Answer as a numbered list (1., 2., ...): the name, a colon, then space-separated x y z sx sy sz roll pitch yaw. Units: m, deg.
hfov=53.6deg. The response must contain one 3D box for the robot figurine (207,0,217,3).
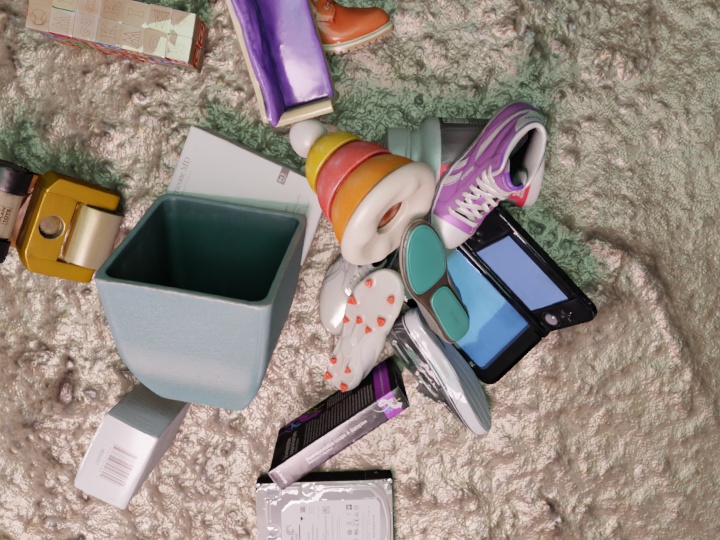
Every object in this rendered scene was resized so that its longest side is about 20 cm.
1. robot figurine: -0.168 -0.447 0.910 0.142 0.058 0.204 16 96 -2

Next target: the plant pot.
1. plant pot: -0.179 0.052 0.864 0.192 0.198 0.203 8 124 5

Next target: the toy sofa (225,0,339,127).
1. toy sofa: -0.094 -0.279 0.844 0.081 0.098 0.203 -12 111 13

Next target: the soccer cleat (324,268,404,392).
1. soccer cleat: 0.010 0.074 0.938 0.069 0.077 0.202 35 123 18

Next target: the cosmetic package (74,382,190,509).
1. cosmetic package: -0.283 0.208 0.918 0.073 0.200 0.103 28 96 -4

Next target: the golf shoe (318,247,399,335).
1. golf shoe: 0.000 0.000 0.950 0.077 0.097 0.203 26 98 -6

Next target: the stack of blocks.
1. stack of blocks: -0.297 -0.303 0.898 0.196 0.115 0.060 12 97 -3

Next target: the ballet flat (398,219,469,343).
1. ballet flat: 0.082 0.013 0.905 0.067 0.064 0.202 -38 127 -14

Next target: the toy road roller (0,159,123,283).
1. toy road roller: -0.430 -0.077 0.938 0.198 0.145 0.125 17 98 -41

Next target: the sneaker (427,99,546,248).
1. sneaker: 0.143 -0.097 0.823 0.072 0.115 0.202 23 115 -13

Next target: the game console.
1. game console: 0.178 0.040 0.951 0.200 0.176 0.117 45 66 -6

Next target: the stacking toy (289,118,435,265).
1. stacking toy: -0.019 -0.120 0.859 0.146 0.146 0.200 -47 69 5

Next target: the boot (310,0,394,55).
1. boot: -0.056 -0.331 0.904 0.196 0.075 0.109 -4 117 0

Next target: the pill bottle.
1. pill bottle: 0.130 -0.141 0.926 0.196 0.111 0.113 1 97 -1

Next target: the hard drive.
1. hard drive: -0.050 0.363 1.024 0.196 0.038 0.143 -1 97 0

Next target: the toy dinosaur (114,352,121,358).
1. toy dinosaur: -0.228 0.121 0.992 0.197 0.058 0.103 -19 82 -5

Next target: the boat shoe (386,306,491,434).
1. boat shoe: 0.108 0.146 0.990 0.070 0.072 0.202 -32 92 27

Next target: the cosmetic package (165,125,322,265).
1. cosmetic package: -0.146 -0.100 0.942 0.197 0.081 0.115 22 99 -4

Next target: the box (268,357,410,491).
1. box: -0.029 0.200 0.950 0.198 0.143 0.036 -32 98 4
